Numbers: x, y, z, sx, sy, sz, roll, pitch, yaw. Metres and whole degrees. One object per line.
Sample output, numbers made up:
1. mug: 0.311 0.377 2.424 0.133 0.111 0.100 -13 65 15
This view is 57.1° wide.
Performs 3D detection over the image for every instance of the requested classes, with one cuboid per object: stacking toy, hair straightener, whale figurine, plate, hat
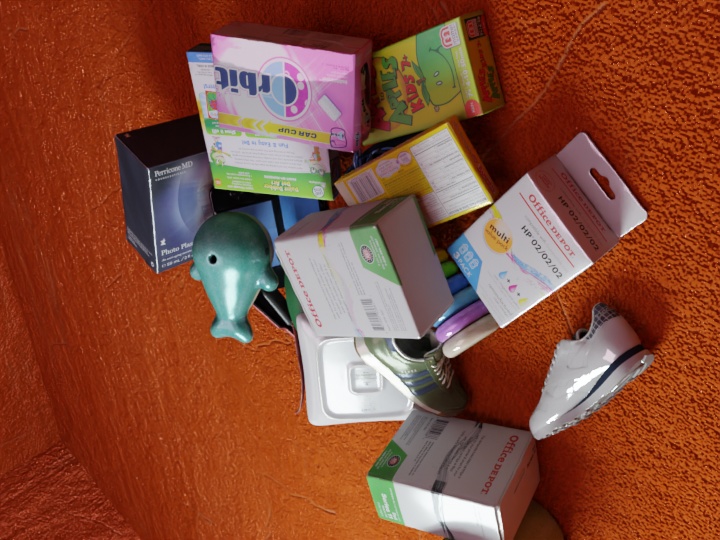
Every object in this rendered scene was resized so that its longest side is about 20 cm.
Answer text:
1. stacking toy: 0.099 0.005 0.862 0.204 0.084 0.085 61 143 11
2. hair straightener: -0.101 0.091 1.111 0.076 0.041 0.201 -23 119 30
3. whale figurine: -0.205 0.013 1.024 0.154 0.103 0.207 9 100 17
4. plate: 0.009 0.152 0.980 0.192 0.033 0.206 -4 118 1
5. hat: -0.088 0.091 0.984 0.199 0.179 0.164 41 158 -23

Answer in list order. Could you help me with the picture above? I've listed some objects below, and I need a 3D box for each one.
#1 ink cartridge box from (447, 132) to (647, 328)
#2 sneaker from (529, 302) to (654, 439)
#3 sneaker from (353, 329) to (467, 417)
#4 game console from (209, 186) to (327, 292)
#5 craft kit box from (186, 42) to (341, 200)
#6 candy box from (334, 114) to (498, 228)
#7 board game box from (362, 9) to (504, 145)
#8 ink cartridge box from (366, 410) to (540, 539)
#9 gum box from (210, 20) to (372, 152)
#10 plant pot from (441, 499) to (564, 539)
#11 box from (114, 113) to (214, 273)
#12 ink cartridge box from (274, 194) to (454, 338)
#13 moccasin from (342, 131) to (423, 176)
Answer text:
1. ink cartridge box: 0.195 -0.039 0.723 0.116 0.067 0.200 54 141 10
2. sneaker: 0.251 0.124 0.766 0.081 0.075 0.202 55 138 26
3. sneaker: 0.089 0.127 0.899 0.198 0.068 0.089 36 133 -17
4. game console: -0.139 -0.046 1.071 0.119 0.167 0.206 -135 33 -61
5. craft kit box: -0.127 -0.202 0.905 0.194 0.049 0.203 8 123 18
6. candy box: 0.060 -0.098 0.783 0.197 0.027 0.103 -19 113 47
7. board game box: 0.067 -0.219 0.778 0.197 0.047 0.105 -2 111 49
8. ink cartridge box: 0.130 0.281 0.902 0.195 0.146 0.085 2 118 37
9. gum box: -0.077 -0.223 0.799 0.194 0.067 0.116 13 125 15
10. plant pot: 0.188 0.416 0.911 0.198 0.182 0.206 28 132 35
11. box: -0.289 -0.135 1.110 0.122 0.197 0.203 37 136 33
12. ink cartridge box: 0.000 0.000 0.824 0.197 0.087 0.149 -6 115 46
13. moccasin: 0.029 -0.135 0.856 0.198 0.067 0.082 -23 95 52
